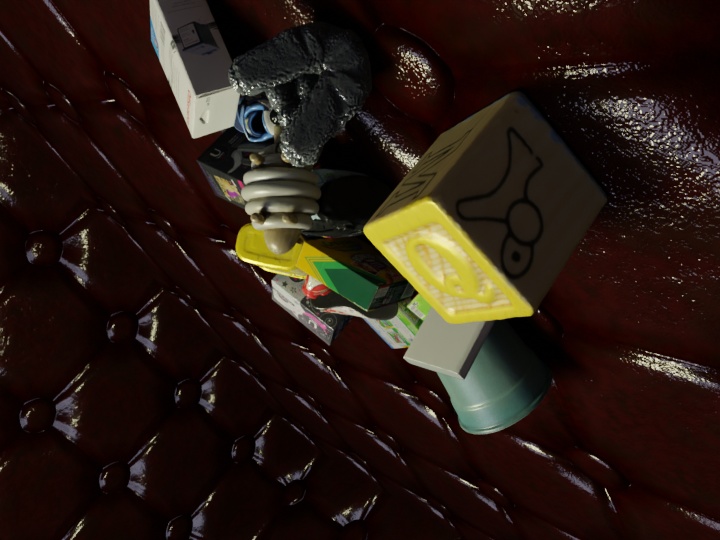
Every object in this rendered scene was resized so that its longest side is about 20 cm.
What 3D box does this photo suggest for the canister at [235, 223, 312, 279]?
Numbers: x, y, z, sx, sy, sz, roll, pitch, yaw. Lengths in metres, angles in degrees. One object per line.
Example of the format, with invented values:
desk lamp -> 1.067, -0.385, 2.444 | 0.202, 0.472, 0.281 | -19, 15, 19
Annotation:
canister -> -0.162, -0.038, 1.379 | 0.146, 0.088, 0.200 | 12, 177, 7

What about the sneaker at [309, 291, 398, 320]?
sneaker -> -0.002, 0.068, 1.454 | 0.198, 0.068, 0.108 | 5, 178, 19

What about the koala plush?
koala plush -> -0.075, -0.262, 0.990 | 0.178, 0.183, 0.200 | 53, 177, -6

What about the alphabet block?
alphabet block -> 0.157, -0.072, 0.865 | 0.195, 0.200, 0.196 | 45, 157, -11

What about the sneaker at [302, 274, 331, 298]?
sneaker -> -0.071, 0.008, 1.397 | 0.077, 0.085, 0.200 | 38, -159, 10

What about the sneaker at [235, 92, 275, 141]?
sneaker -> -0.181, -0.268, 1.168 | 0.199, 0.082, 0.075 | 9, 129, 51

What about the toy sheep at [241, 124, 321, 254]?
toy sheep -> -0.123, -0.126, 1.036 | 0.136, 0.203, 0.138 | 3, 179, 0

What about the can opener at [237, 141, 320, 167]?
can opener -> -0.147, -0.209, 1.203 | 0.198, 0.078, 0.064 | 0, 109, 36

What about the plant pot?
plant pot -> 0.214, 0.155, 1.222 | 0.197, 0.200, 0.200 | 54, 155, -13

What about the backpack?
backpack -> -0.056, -0.119, 1.185 | 0.199, 0.161, 0.156 | -22, 75, 54

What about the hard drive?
hard drive -> 0.167, 0.078, 1.119 | 0.131, 0.201, 0.027 | 8, 151, 52

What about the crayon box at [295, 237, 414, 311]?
crayon box -> 0.000, 0.000, 1.283 | 0.171, 0.059, 0.199 | 32, -162, 21

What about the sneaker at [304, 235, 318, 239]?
sneaker -> -0.104, -0.028, 1.529 | 0.199, 0.074, 0.082 | 36, 155, 9

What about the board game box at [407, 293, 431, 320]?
board game box -> 0.190, 0.119, 1.386 | 0.200, 0.030, 0.096 | 43, 158, 4

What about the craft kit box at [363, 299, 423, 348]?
craft kit box -> 0.062, 0.094, 1.523 | 0.200, 0.049, 0.197 | 46, 159, -13

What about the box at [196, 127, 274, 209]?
box -> -0.205, -0.192, 1.323 | 0.199, 0.123, 0.107 | 27, 155, 30

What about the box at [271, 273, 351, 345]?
box -> -0.115, 0.069, 1.665 | 0.199, 0.115, 0.132 | 37, 158, 9

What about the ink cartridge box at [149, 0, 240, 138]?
ink cartridge box -> -0.277, -0.347, 1.108 | 0.202, 0.085, 0.146 | 65, 159, 7
